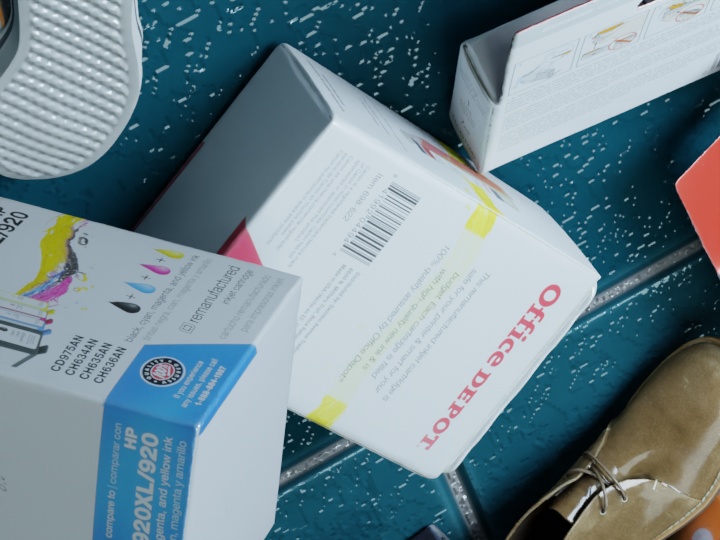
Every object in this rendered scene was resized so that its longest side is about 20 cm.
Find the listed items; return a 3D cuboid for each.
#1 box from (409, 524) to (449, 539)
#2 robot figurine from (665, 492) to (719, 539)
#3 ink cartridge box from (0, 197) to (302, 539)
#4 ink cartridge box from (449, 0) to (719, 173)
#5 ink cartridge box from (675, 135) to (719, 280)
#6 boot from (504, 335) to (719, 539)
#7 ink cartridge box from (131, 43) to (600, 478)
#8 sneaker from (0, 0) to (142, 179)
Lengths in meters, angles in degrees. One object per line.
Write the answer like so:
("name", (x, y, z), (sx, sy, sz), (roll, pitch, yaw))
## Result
("box", (0.011, 0.270, 1.497), (0.199, 0.104, 0.148), (-34, 129, -2))
("robot figurine", (0.262, 0.141, 1.525), (0.199, 0.117, 0.144), (-34, 129, -1))
("ink cartridge box", (-0.148, 0.069, 1.205), (0.199, 0.147, 0.145), (15, 121, 12))
("ink cartridge box", (0.144, -0.131, 1.280), (0.199, 0.044, 0.174), (-24, 162, -10))
("ink cartridge box", (0.269, -0.024, 1.436), (0.163, 0.057, 0.200), (-45, 135, -17))
("boot", (0.147, 0.121, 1.474), (0.200, 0.074, 0.075), (-54, 151, 15))
("ink cartridge box", (0.000, 0.000, 1.327), (0.199, 0.084, 0.145), (30, 106, -36))
("sneaker", (-0.138, -0.125, 1.192), (0.078, 0.080, 0.200), (-3, 147, -17))
